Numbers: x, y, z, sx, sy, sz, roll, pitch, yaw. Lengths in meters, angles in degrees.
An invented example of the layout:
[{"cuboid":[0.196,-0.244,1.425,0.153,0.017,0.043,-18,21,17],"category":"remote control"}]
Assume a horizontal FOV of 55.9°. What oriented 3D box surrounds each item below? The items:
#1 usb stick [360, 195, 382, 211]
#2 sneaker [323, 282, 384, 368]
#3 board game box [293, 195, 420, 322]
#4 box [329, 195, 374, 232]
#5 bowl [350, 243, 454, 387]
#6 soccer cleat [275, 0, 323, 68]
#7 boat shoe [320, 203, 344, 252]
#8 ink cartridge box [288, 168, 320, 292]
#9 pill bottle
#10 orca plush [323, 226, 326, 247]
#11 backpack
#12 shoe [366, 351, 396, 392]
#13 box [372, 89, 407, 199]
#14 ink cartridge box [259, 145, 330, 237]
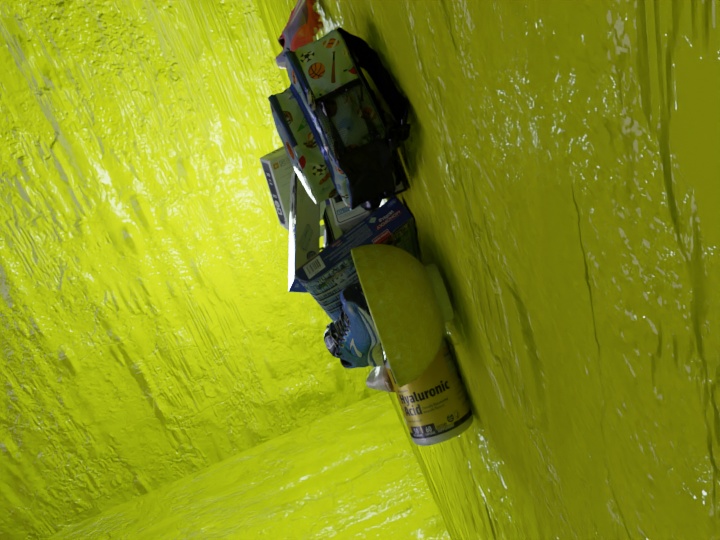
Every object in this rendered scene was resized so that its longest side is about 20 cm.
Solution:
[{"cuboid":[-0.012,-0.184,0.970,0.055,0.032,0.205,-131,22,-75],"category":"usb stick"},{"cuboid":[-0.014,0.098,1.044,0.202,0.087,0.080,80,173,-52],"category":"sneaker"},{"cuboid":[0.024,0.015,1.091,0.062,0.198,0.201,55,-179,41],"category":"board game box"},{"cuboid":[-0.024,-0.166,1.151,0.116,0.059,0.205,34,-142,-70],"category":"box"},{"cuboid":[0.067,0.046,0.939,0.200,0.105,0.205,-21,-89,-88],"category":"bowl"},{"cuboid":[-0.102,-0.399,1.121,0.068,0.074,0.203,71,-170,-45],"category":"soccer cleat"},{"cuboid":[-0.047,-0.011,1.166,0.074,0.066,0.204,-95,-7,-67],"category":"boat shoe"},{"cuboid":[-0.095,-0.073,1.143,0.094,0.043,0.206,132,139,-71],"category":"ink cartridge box"},{"cuboid":[0.102,0.169,1.107,0.111,0.109,0.205,177,72,-86],"category":"pill bottle"},{"cuboid":[0.000,0.000,1.236,0.202,0.105,0.071,53,-146,2],"category":"orca plush"},{"cuboid":[-0.031,-0.188,0.848,0.200,0.150,0.196,93,160,-76],"category":"backpack"},{"cuboid":[0.068,0.148,1.214,0.071,0.052,0.200,61,-146,-13],"category":"shoe"},{"cuboid":[0.020,-0.180,1.033,0.200,0.035,0.147,-136,26,-85],"category":"box"},{"cuboid":[-0.090,-0.173,1.366,0.043,0.196,0.204,23,137,47],"category":"ink cartridge box"}]
